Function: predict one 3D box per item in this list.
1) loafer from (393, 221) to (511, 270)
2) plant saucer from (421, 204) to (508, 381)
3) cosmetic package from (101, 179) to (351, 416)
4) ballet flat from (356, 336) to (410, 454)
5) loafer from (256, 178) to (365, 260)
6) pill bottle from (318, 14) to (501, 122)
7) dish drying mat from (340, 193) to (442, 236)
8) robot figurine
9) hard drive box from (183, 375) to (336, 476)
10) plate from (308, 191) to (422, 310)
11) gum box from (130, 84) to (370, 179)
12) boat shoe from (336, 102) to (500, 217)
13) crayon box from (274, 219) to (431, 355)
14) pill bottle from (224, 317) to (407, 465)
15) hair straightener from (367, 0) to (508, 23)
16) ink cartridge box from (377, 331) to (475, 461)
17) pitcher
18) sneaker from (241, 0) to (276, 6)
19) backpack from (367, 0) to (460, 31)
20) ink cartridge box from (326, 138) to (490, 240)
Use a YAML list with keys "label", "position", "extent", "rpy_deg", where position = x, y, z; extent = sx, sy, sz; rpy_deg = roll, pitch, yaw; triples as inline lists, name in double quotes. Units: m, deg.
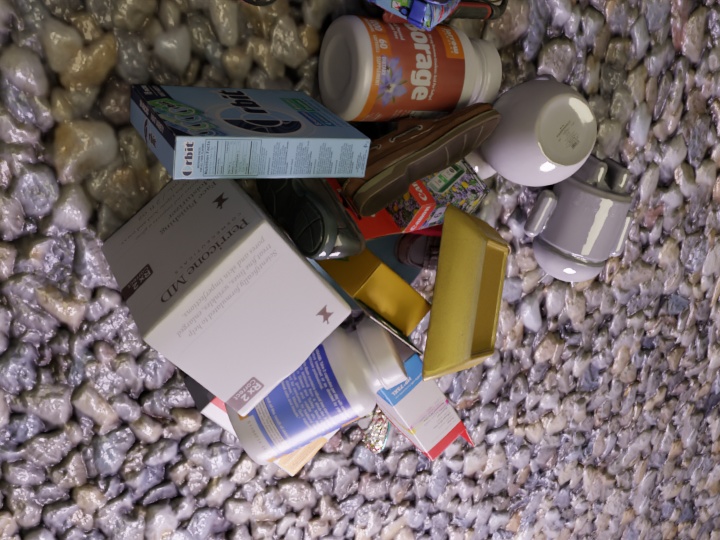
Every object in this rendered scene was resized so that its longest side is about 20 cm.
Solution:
- label: "loafer"
  position: [0.131, -0.035, 1.037]
  extent: [0.198, 0.063, 0.073]
  rpy_deg: [-8, 120, -45]
- label: "plant saucer"
  position: [0.137, 0.032, 0.932]
  extent: [0.200, 0.048, 0.203]
  rpy_deg: [6, 93, -69]
- label: "cosmetic package"
  position: [-0.148, 0.009, 0.828]
  extent: [0.165, 0.200, 0.165]
  rpy_deg: [-44, 130, -2]
- label: "ballet flat"
  position: [0.019, 0.171, 1.114]
  extent: [0.063, 0.076, 0.203]
  rpy_deg: [6, 104, -23]
- label: "loafer"
  position: [-0.059, -0.077, 0.837]
  extent: [0.062, 0.201, 0.072]
  rpy_deg: [8, 125, -36]
- label: "pill bottle"
  position: [0.060, -0.228, 0.878]
  extent: [0.198, 0.112, 0.114]
  rpy_deg: [-6, 119, -29]
- label: "dish drying mat"
  position: [0.061, -0.083, 0.967]
  extent: [0.198, 0.018, 0.078]
  rpy_deg: [4, 70, -33]
- label: "robot figurine"
  position: [0.324, -0.069, 1.130]
  extent: [0.167, 0.113, 0.202]
  rpy_deg: [11, 111, -14]
- label: "hard drive box"
  position: [-0.108, 0.158, 1.019]
  extent: [0.156, 0.077, 0.200]
  rpy_deg: [-45, 129, -1]
- label: "plate"
  position: [0.014, -0.040, 1.014]
  extent: [0.198, 0.026, 0.203]
  rpy_deg: [-16, 124, -24]
- label: "gum box"
  position: [-0.116, -0.143, 0.780]
  extent: [0.198, 0.170, 0.045]
  rpy_deg: [-4, 120, -30]
- label: "boat shoe"
  position: [0.062, -0.142, 0.847]
  extent: [0.199, 0.068, 0.072]
  rpy_deg: [-31, 160, -14]
- label: "crayon box"
  position: [0.000, 0.000, 0.870]
  extent: [0.052, 0.200, 0.126]
  rpy_deg: [-48, 140, 2]
- label: "pill bottle"
  position: [-0.049, 0.134, 0.890]
  extent: [0.198, 0.113, 0.113]
  rpy_deg: [-26, 129, 4]
- label: "hair straightener"
  position: [0.091, -0.315, 0.868]
  extent: [0.198, 0.077, 0.041]
  rpy_deg: [-15, 141, -30]
- label: "ink cartridge box"
  position: [0.065, 0.172, 1.024]
  extent: [0.067, 0.116, 0.201]
  rpy_deg: [-40, 123, -11]
- label: "pitcher"
  position: [0.213, -0.185, 0.942]
  extent: [0.121, 0.200, 0.172]
  rpy_deg: [41, 84, -18]
- label: "sneaker"
  position: [-0.120, -0.337, 0.717]
  extent: [0.079, 0.095, 0.201]
  rpy_deg: [-35, 131, -11]
- label: "backpack"
  position: [0.022, -0.347, 0.743]
  extent: [0.198, 0.183, 0.136]
  rpy_deg: [24, 129, 3]
- label: "ink cartridge box"
  position: [0.054, -0.105, 0.910]
  extent: [0.199, 0.110, 0.050]
  rpy_deg: [-16, 152, -43]
